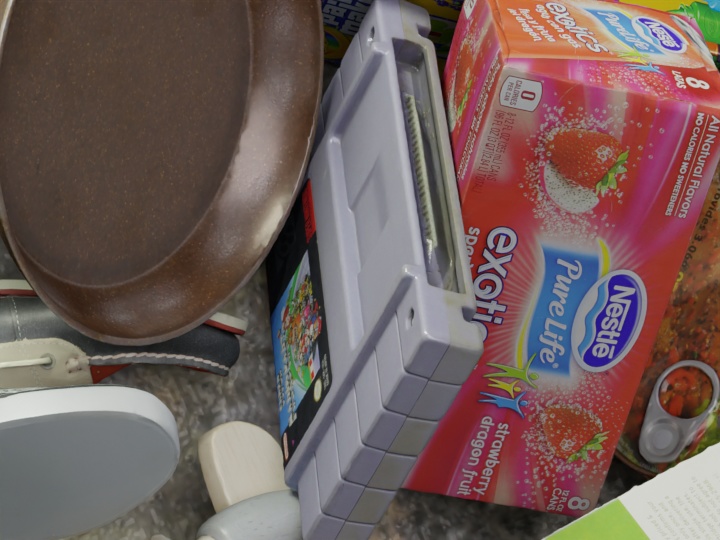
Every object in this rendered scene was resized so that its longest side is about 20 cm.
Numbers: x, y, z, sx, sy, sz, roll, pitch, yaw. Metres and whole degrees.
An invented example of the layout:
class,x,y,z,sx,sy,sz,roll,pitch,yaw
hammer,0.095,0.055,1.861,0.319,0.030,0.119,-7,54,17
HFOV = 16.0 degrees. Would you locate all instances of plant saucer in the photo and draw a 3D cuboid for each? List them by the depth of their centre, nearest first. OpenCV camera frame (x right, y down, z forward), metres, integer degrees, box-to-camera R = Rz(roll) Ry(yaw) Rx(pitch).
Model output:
class,x,y,z,sx,sy,sz,roll,pitch,yaw
plant saucer,-0.086,-0.072,1.005,0.034,0.200,0.201,12,69,33

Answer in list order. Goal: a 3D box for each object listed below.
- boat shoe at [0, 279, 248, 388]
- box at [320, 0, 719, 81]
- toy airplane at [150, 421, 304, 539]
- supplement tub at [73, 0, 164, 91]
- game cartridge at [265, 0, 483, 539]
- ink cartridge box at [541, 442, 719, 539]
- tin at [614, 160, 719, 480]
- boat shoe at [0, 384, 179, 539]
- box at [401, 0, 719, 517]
class,x,y,z,sx,sy,sz,roll,pitch,yaw
boat shoe,-0.147,0.034,1.064,0.198,0.071,0.063,5,82,-10
box,0.081,-0.186,1.141,0.191,0.122,0.202,12,75,-9
toy airplane,-0.011,0.186,1.023,0.199,0.141,0.200,27,72,-6
supplement tub,-0.139,-0.140,1.067,0.144,0.145,0.201,26,73,-6
game cartridge,0.000,0.000,1.034,0.038,0.130,0.201,17,40,-22
ink cartridge box,0.177,0.135,1.003,0.199,0.076,0.148,-24,63,-26
tin,0.175,0.006,1.126,0.042,0.112,0.201,39,76,-49
boat shoe,-0.166,0.072,1.010,0.198,0.074,0.068,-19,42,15
box,0.072,-0.009,1.056,0.099,0.096,0.201,11,118,-12
